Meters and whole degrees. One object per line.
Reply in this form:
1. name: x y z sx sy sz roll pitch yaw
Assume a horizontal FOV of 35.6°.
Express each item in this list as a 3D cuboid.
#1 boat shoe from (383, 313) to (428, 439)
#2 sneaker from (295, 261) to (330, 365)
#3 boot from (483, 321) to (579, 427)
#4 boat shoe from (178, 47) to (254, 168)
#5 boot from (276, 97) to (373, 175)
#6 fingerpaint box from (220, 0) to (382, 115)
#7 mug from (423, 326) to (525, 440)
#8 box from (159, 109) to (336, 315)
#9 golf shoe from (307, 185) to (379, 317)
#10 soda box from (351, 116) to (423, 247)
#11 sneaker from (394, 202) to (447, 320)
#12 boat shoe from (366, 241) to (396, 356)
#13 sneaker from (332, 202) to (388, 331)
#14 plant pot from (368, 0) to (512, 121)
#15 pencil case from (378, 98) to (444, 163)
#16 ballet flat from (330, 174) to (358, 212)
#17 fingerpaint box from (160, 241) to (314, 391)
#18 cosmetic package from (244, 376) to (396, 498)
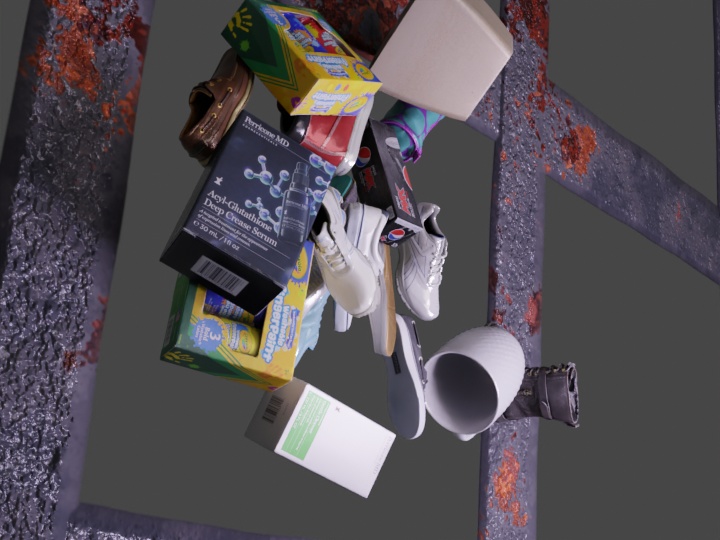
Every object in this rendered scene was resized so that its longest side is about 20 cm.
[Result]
1. boat shoe: 0.078 0.167 1.809 0.066 0.069 0.203 -3 77 -47
2. sneaker: -0.088 0.071 1.641 0.201 0.073 0.083 -54 135 -35
3. boot: 0.304 0.180 1.978 0.069 0.173 0.203 -14 92 -49
4. boat shoe: -0.201 -0.240 1.570 0.067 0.072 0.202 35 53 -32
5. boot: -0.059 -0.264 1.749 0.143 0.072 0.202 32 52 -27
6. fingerpaint box: -0.081 -0.310 1.639 0.167 0.073 0.199 50 25 14
7. mug: 0.197 0.194 1.894 0.175 0.146 0.203 -33 136 -55
8. box: -0.142 -0.073 1.436 0.147 0.107 0.202 30 57 -14
9. golf shoe: -0.042 -0.026 1.580 0.202 0.078 0.097 65 16 10
10. soda box: 0.034 -0.141 1.777 0.070 0.063 0.202 19 48 -45
11. sneaker: 0.104 -0.017 1.860 0.074 0.086 0.203 -11 91 -51
12. boat shoe: 0.016 0.040 1.765 0.071 0.068 0.203 62 22 -68
13. sneaker: 0.000 0.000 1.692 0.073 0.070 0.203 -101 -160 -71
14. plant pot: 0.137 -0.358 1.803 0.176 0.201 0.200 33 23 -8
15. pencil case: 0.103 -0.267 1.918 0.092 0.085 0.200 41 49 -1
16. ballet flat: -0.058 -0.065 1.705 0.072 0.071 0.201 58 46 -22
17. fingerpaint box: -0.161 0.039 1.499 0.165 0.073 0.203 19 65 -21
18. cosmetic package: -0.056 0.235 1.602 0.199 0.084 0.109 33 78 -38
